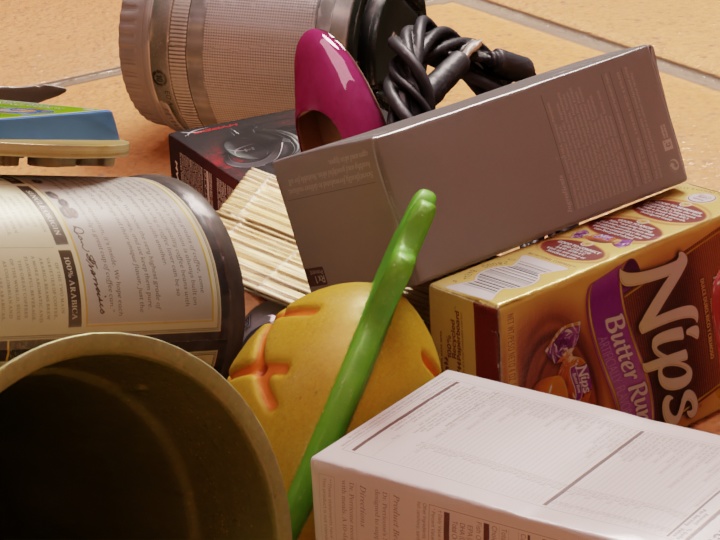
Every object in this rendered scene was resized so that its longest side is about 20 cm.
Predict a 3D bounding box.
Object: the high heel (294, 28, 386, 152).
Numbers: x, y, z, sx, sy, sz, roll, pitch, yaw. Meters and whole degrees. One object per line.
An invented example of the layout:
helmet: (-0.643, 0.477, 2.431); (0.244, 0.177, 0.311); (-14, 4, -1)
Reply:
high heel: (-0.030, -0.045, 1.320); (0.096, 0.200, 0.067); (-10, -13, -29)

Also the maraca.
maraca: (-0.008, 0.055, 1.066); (0.107, 0.200, 0.137); (23, 8, -5)

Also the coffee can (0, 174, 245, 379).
coffee can: (-0.181, 0.021, 1.152); (0.146, 0.147, 0.200); (18, 13, 42)

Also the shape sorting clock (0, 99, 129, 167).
shape sorting clock: (-0.224, -0.069, 1.199); (0.200, 0.039, 0.200); (2, 9, 0)

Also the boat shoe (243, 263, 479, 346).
boat shoe: (0.031, 0.043, 1.264); (0.200, 0.069, 0.057); (-7, 48, -13)

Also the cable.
cable: (0.072, -0.059, 1.348); (0.051, 0.200, 0.163); (-18, -31, 33)

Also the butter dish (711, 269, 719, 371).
butter dish: (0.245, 0.041, 1.117); (0.148, 0.200, 0.199); (-13, 8, 47)

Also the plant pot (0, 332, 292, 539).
plant pot: (-0.165, 0.123, 0.957); (0.200, 0.200, 0.190); (-22, 16, -39)

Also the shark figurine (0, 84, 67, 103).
shark figurine: (-0.248, -0.015, 1.389); (0.089, 0.215, 0.128); (27, -34, -34)

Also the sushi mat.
sushi mat: (0.000, 0.000, 1.249); (0.200, 0.012, 0.096); (21, 43, 21)

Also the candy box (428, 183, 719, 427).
candy box: (0.127, 0.037, 1.182); (0.200, 0.117, 0.056); (-22, 28, -38)

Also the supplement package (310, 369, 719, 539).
supplement package: (0.092, 0.130, 0.963); (0.200, 0.110, 0.114); (13, 27, 35)

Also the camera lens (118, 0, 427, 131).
camera lens: (-0.059, -0.172, 1.670); (0.200, 0.160, 0.160); (7, 24, 23)

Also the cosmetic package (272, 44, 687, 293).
cosmetic package: (0.066, -0.053, 1.207); (0.200, 0.090, 0.107); (-17, 4, -35)

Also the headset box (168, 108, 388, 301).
headset box: (-0.019, -0.043, 1.457); (0.149, 0.077, 0.200); (-12, 22, -23)
